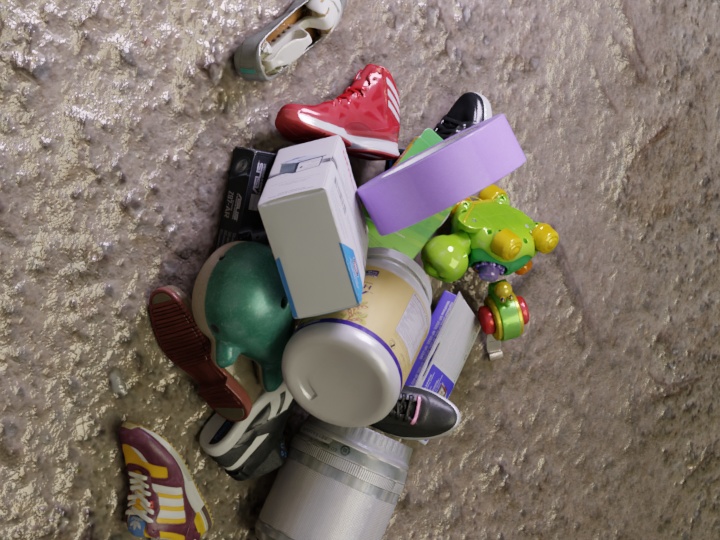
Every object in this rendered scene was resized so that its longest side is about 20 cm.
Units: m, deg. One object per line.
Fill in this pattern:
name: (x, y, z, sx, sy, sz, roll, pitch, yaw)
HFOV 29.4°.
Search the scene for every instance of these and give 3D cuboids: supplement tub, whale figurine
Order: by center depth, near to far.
whale figurine: (-0.114, 0.058, 1.630, 0.159, 0.104, 0.200, -53, 133, -33)
supplement tub: (0.002, 0.076, 1.654, 0.200, 0.145, 0.146, -61, 140, -51)

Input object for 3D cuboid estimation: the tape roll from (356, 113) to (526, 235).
tape roll: (0.097, -0.116, 1.661, 0.200, 0.200, 0.066, -31, 96, -32)

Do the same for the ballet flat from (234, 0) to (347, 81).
ballet flat: (-0.068, -0.292, 1.668, 0.200, 0.064, 0.067, -43, 127, -25)

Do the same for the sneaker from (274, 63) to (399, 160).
sneaker: (-0.026, -0.211, 1.738, 0.200, 0.078, 0.116, 13, 79, -49)

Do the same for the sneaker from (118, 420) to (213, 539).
sneaker: (-0.250, 0.272, 1.655, 0.090, 0.075, 0.200, -46, 127, -29)

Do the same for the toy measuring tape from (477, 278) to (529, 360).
toy measuring tape: (0.204, 0.088, 1.969, 0.074, 0.074, 0.200, -42, 151, -26)

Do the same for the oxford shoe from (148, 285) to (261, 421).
oxford shoe: (-0.187, 0.089, 1.673, 0.200, 0.070, 0.075, 61, 40, -26)

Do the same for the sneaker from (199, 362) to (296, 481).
sneaker: (-0.110, 0.182, 1.766, 0.200, 0.073, 0.112, -45, 131, -13)

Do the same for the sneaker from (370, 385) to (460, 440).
sneaker: (0.028, 0.170, 1.741, 0.099, 0.200, 0.071, 58, 47, -81)

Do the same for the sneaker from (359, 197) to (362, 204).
sneaker: (0.000, 0.000, 1.821, 0.090, 0.070, 0.200, 14, 90, -63)

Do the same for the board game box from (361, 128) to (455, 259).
board game box: (0.059, -0.080, 1.765, 0.096, 0.030, 0.200, 41, 79, -13)

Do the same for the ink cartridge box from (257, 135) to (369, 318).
ink cartridge box: (-0.049, -0.054, 1.594, 0.086, 0.200, 0.147, -14, 111, 8)

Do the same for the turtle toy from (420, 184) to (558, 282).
turtle toy: (0.169, -0.039, 1.918, 0.200, 0.146, 0.101, -11, 130, -39)

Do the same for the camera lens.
camera lens: (-0.036, 0.296, 1.797, 0.160, 0.160, 0.200, 29, 82, -43)

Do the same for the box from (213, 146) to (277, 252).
box: (-0.103, -0.045, 1.719, 0.160, 0.043, 0.200, 8, 96, -43)

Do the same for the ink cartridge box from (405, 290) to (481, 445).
ink cartridge box: (0.097, 0.132, 1.896, 0.198, 0.043, 0.200, -64, 162, -8)

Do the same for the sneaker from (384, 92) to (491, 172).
sneaker: (0.099, -0.161, 1.839, 0.112, 0.073, 0.200, 26, 85, -45)
